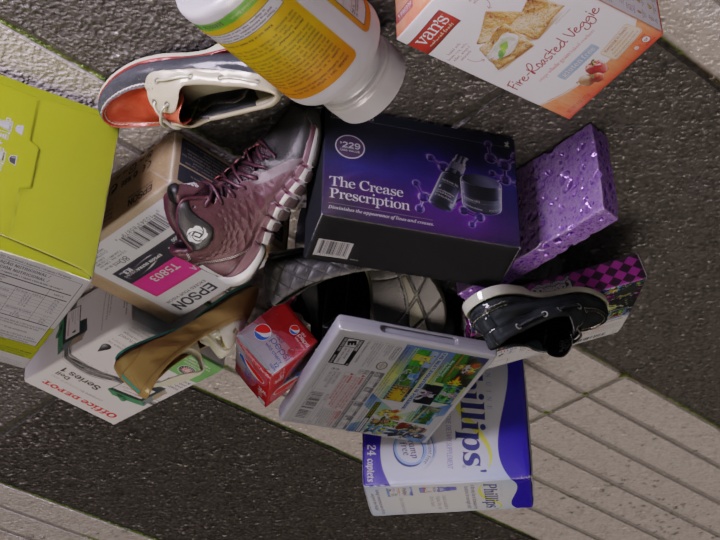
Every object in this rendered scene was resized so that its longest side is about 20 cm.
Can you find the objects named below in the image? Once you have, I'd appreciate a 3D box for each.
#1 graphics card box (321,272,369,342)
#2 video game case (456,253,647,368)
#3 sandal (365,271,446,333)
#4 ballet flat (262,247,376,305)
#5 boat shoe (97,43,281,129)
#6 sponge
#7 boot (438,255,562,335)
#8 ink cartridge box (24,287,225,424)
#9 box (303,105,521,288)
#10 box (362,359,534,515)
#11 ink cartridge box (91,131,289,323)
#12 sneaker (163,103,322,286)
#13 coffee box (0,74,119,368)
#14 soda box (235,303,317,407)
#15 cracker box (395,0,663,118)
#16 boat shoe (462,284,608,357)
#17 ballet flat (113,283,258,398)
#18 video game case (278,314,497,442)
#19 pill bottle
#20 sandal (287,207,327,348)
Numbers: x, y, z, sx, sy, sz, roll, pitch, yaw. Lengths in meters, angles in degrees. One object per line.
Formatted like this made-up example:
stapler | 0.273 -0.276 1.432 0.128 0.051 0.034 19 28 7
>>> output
graphics card box | -0.016 0.069 1.648 0.051 0.126 0.200 6 145 1
video game case | 0.206 0.052 1.620 0.200 0.036 0.181 -15 160 -5
sandal | 0.037 -0.007 1.554 0.080 0.057 0.201 -19 103 13
ballet flat | 0.000 0.000 1.490 0.200 0.057 0.066 -5 178 6
boat shoe | -0.162 -0.166 1.378 0.200 0.063 0.071 -12 145 18
sponge | 0.173 -0.056 1.486 0.030 0.112 0.200 28 135 -35
boot | 0.124 0.035 1.650 0.165 0.066 0.200 11 141 -2
ink cartridge box | -0.277 0.092 1.717 0.200 0.084 0.146 -29 135 33
box | 0.050 -0.073 1.438 0.200 0.141 0.079 9 142 -12
box | 0.104 0.190 1.761 0.200 0.184 0.105 -4 149 5
ink cartridge box | -0.199 -0.040 1.543 0.165 0.075 0.200 31 133 -34
sneaker | -0.123 -0.085 1.413 0.115 0.076 0.200 20 103 -30
coffee box | -0.370 -0.056 1.412 0.200 0.200 0.198 20 142 -23
soda box | -0.099 0.098 1.667 0.070 0.063 0.200 -37 172 -13
cracker box | 0.149 -0.226 1.295 0.200 0.058 0.134 21 139 -25
boat shoe | 0.190 0.057 1.486 0.199 0.066 0.074 9 141 -46
ballet flat | -0.180 0.082 1.614 0.200 0.063 0.069 -30 167 -32
video game case | 0.027 0.123 1.600 0.182 0.022 0.200 11 142 -18
pill bottle | -0.054 -0.213 1.268 0.111 0.111 0.200 -26 137 32
sandal | -0.065 0.007 1.616 0.045 0.075 0.200 1 137 8
